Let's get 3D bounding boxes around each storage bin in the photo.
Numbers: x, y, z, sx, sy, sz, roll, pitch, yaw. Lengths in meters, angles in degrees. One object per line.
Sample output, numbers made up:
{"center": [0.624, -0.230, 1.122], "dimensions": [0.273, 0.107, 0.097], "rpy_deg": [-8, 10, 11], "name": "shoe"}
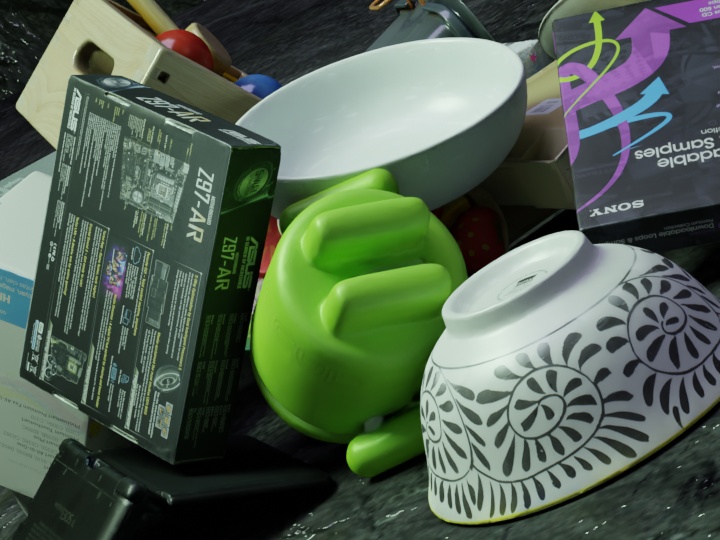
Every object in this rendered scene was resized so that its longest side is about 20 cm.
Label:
{"center": [0.041, -0.155, 2.154], "dimensions": [0.134, 0.146, 0.200], "rpy_deg": [-41, 14, -5], "name": "storage bin"}
{"center": [0.178, -0.093, 1.699], "dimensions": [0.198, 0.094, 0.200], "rpy_deg": [-35, 15, -18], "name": "storage bin"}

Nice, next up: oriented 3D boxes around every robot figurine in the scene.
{"center": [-0.003, 0.029, 1.490], "dimensions": [0.115, 0.176, 0.200], "rpy_deg": [-13, -22, -16], "name": "robot figurine"}

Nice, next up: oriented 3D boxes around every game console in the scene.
{"center": [-0.129, 0.167, 1.564], "dimensions": [0.177, 0.116, 0.200], "rpy_deg": [-62, 18, -5], "name": "game console"}

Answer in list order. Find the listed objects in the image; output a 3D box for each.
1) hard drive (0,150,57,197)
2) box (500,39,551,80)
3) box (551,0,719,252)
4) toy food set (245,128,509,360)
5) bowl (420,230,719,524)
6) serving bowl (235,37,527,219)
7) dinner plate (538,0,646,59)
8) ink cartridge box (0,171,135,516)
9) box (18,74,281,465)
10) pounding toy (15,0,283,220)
{"center": [-0.167, -0.040, 1.871], "dimensions": [0.199, 0.033, 0.140], "rpy_deg": [13, 23, 21], "name": "hard drive"}
{"center": [0.051, -0.070, 1.837], "dimensions": [0.199, 0.115, 0.132], "rpy_deg": [-35, 14, -17], "name": "box"}
{"center": [0.194, -0.092, 1.535], "dimensions": [0.142, 0.036, 0.201], "rpy_deg": [-11, 44, 8], "name": "box"}
{"center": [0.000, 0.000, 1.667], "dimensions": [0.200, 0.049, 0.198], "rpy_deg": [-39, 44, -9], "name": "toy food set"}
{"center": [0.102, 0.041, 1.366], "dimensions": [0.200, 0.095, 0.201], "rpy_deg": [-29, 12, 7], "name": "bowl"}
{"center": [0.017, -0.078, 1.630], "dimensions": [0.199, 0.066, 0.200], "rpy_deg": [-16, 24, 7], "name": "serving bowl"}
{"center": [0.230, -0.181, 1.864], "dimensions": [0.199, 0.024, 0.200], "rpy_deg": [-8, -21, -3], "name": "dinner plate"}
{"center": [-0.210, 0.060, 1.751], "dimensions": [0.125, 0.201, 0.129], "rpy_deg": [20, 32, 15], "name": "ink cartridge box"}
{"center": [-0.132, -0.003, 1.557], "dimensions": [0.043, 0.201, 0.160], "rpy_deg": [-4, 20, -45], "name": "box"}
{"center": [-0.139, -0.132, 1.774], "dimensions": [0.143, 0.184, 0.200], "rpy_deg": [-59, 34, 6], "name": "pounding toy"}
